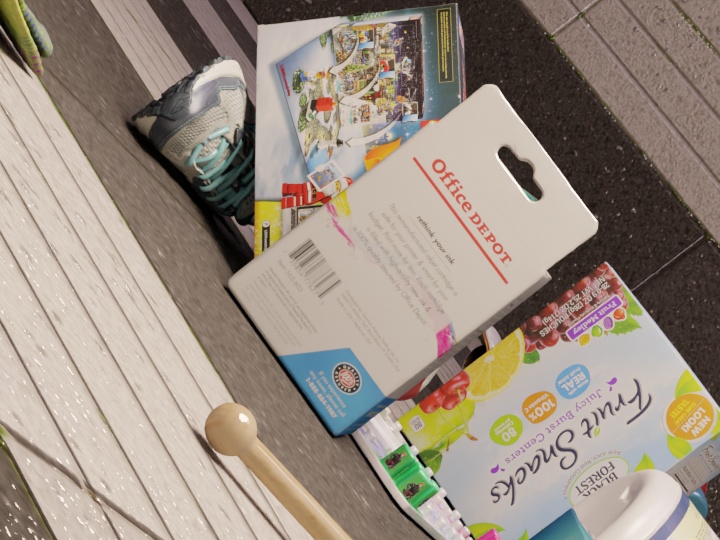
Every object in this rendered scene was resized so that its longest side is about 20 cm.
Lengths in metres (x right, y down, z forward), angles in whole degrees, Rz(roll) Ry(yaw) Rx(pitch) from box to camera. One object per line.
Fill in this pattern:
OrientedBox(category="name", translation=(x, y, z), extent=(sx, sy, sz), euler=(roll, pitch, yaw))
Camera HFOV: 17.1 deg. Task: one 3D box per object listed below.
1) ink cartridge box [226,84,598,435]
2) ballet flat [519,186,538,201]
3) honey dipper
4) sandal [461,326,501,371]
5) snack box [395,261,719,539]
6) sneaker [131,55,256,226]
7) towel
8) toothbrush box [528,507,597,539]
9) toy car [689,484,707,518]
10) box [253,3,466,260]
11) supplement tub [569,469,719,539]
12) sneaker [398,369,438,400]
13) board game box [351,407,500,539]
OrientedBox(category="ink cartridge box", translation=(0.035, -0.006, 1.433), extent=(0.115, 0.200, 0.068), euler=(53, 5, 8))
OrientedBox(category="ballet flat", translation=(0.053, -0.041, 1.666), extent=(0.199, 0.067, 0.064), euler=(23, -41, 37))
OrientedBox(category="honey dipper", translation=(-0.001, 0.131, 1.045), extent=(0.200, 0.038, 0.038), euler=(47, 5, -21))
OrientedBox(category="sandal", translation=(0.126, 0.147, 2.368), extent=(0.079, 0.059, 0.208), euler=(-98, 177, -48))
OrientedBox(category="snack box", translation=(0.154, 0.122, 1.758), extent=(0.169, 0.199, 0.068), euler=(56, 5, 32))
OrientedBox(category="sneaker", translation=(-0.087, -0.079, 1.585), extent=(0.087, 0.077, 0.200), euler=(57, 5, 12))
OrientedBox(category="towel", translation=(-0.222, -0.209, 1.252), extent=(0.201, 0.023, 0.144), euler=(55, -11, 18))
OrientedBox(category="toothbrush box", translation=(0.148, 0.246, 1.428), extent=(0.147, 0.085, 0.200), euler=(53, 5, -9))
OrientedBox(category="toy car", translation=(0.366, 0.319, 2.985), extent=(0.185, 0.176, 0.201), euler=(-99, 166, -60))
OrientedBox(category="box", translation=(0.001, -0.075, 1.539), extent=(0.038, 0.135, 0.201), euler=(73, 14, -58))
OrientedBox(category="supplement tub", translation=(0.207, 0.253, 1.624), extent=(0.201, 0.145, 0.145), euler=(53, 4, -5))
OrientedBox(category="sneaker", translation=(0.031, -0.005, 1.563), extent=(0.082, 0.077, 0.201), euler=(71, 18, -57))
OrientedBox(category="board game box", translation=(0.019, 0.104, 1.590), extent=(0.200, 0.026, 0.200), euler=(55, 4, 31))
